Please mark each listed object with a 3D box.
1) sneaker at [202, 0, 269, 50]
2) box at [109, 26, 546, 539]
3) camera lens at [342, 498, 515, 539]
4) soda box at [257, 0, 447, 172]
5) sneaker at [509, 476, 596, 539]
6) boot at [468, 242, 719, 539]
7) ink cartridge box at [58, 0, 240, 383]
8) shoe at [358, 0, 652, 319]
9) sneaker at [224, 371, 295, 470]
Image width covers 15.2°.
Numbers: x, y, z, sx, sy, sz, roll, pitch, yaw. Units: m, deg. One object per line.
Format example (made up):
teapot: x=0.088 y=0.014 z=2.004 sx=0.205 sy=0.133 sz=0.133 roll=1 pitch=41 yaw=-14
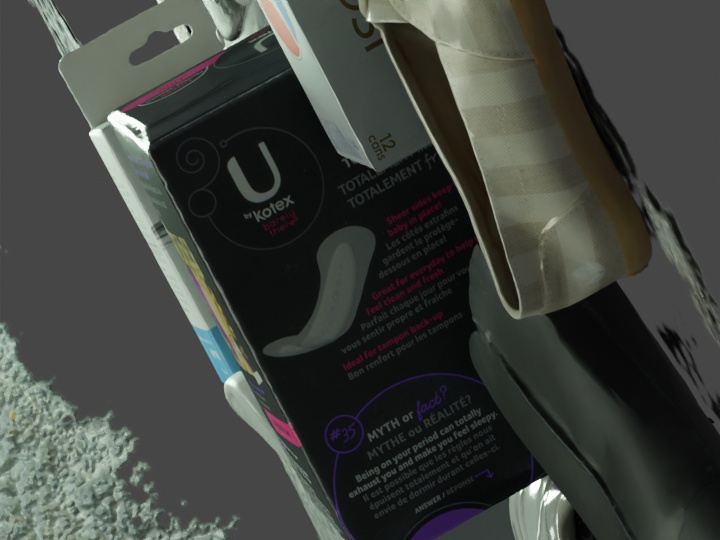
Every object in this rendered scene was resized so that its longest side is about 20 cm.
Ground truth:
sneaker: x=-0.045 y=-0.107 z=1.311 sx=0.116 sy=0.075 sz=0.200 roll=65 pitch=163 yaw=3
box: x=0.000 y=0.000 z=1.110 sx=0.200 sy=0.122 sz=0.106 roll=64 pitch=173 yaw=-17
camera lens: x=0.058 y=0.190 z=1.331 sx=0.160 sy=0.160 sz=0.200 roll=58 pitch=172 yaw=18
soda box: x=-0.018 y=-0.140 z=0.980 sx=0.200 sy=0.068 sz=0.064 roll=63 pitch=172 yaw=-14
sneaker: x=0.123 y=0.166 z=1.139 sx=0.200 sy=0.075 sz=0.100 roll=61 pitch=174 yaw=-1
boot: x=0.099 y=0.099 z=0.998 sx=0.200 sy=0.065 sz=0.165 roll=50 pitch=143 yaw=37
ink cartridge box: x=-0.066 y=-0.050 z=1.443 sx=0.200 sy=0.116 sz=0.067 roll=62 pitch=173 yaw=-8
shoe: x=0.035 y=-0.076 z=0.922 sx=0.200 sy=0.053 sz=0.070 roll=63 pitch=172 yaw=-12
sneaker: x=0.005 y=0.075 z=1.436 sx=0.071 sy=0.099 sz=0.200 roll=44 pitch=180 yaw=38
